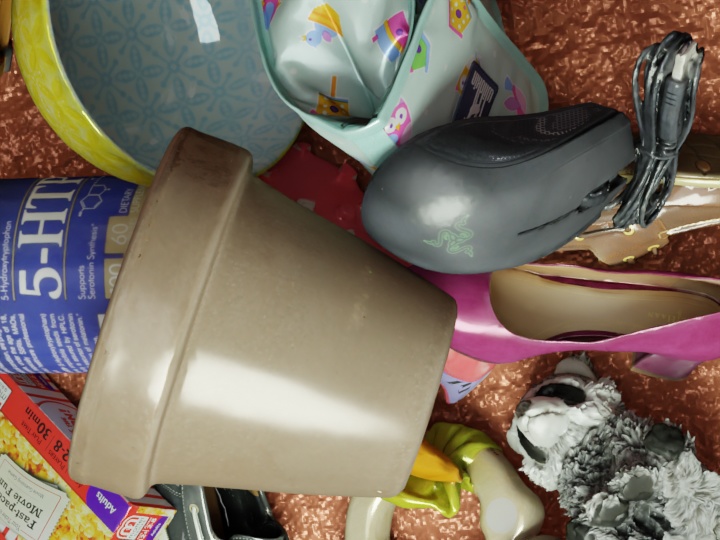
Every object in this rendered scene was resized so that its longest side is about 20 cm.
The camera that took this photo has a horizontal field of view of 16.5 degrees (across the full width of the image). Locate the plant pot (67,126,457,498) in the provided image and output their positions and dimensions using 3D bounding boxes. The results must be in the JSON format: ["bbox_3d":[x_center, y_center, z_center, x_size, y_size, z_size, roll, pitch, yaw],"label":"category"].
[{"bbox_3d":[-0.045,0.041,1.329,0.175,0.200,0.200,17,101,0],"label":"plant pot"}]

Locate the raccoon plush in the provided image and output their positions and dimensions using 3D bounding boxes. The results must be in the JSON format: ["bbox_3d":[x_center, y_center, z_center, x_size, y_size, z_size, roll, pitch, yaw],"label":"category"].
[{"bbox_3d":[0.164,0.141,1.477,0.097,0.134,0.200,-38,120,0],"label":"raccoon plush"}]

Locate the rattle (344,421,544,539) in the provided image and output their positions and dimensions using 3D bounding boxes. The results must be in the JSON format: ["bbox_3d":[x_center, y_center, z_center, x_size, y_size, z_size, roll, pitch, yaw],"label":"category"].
[{"bbox_3d":[0.007,0.184,1.468,0.130,0.143,0.200,46,106,11],"label":"rattle"}]

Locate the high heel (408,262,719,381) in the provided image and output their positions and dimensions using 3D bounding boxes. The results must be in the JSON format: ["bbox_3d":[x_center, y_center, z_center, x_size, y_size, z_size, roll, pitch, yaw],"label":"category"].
[{"bbox_3d":[0.124,0.012,1.414,0.200,0.096,0.067,9,60,-18],"label":"high heel"}]

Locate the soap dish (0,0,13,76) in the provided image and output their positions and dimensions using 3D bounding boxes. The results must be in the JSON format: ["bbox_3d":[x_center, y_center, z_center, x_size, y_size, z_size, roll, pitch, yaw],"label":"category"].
[{"bbox_3d":[-0.242,-0.176,1.461,0.081,0.200,0.157,9,99,-6],"label":"soap dish"}]

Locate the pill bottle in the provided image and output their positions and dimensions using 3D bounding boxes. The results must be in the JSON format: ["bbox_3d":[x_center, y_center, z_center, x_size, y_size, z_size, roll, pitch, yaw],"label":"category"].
[{"bbox_3d":[-0.198,0.003,1.505,0.200,0.120,0.120,-2,97,13],"label":"pill bottle"}]

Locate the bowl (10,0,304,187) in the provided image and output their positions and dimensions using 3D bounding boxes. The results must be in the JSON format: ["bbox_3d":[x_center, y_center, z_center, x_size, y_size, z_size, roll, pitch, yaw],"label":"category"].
[{"bbox_3d":[-0.134,-0.135,1.460,0.108,0.200,0.200,-13,95,47],"label":"bowl"}]

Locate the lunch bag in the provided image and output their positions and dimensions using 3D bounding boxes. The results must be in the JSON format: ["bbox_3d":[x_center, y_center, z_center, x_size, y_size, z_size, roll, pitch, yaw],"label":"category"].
[{"bbox_3d":[0.021,-0.120,1.376,0.122,0.170,0.200,-25,57,14],"label":"lunch bag"}]

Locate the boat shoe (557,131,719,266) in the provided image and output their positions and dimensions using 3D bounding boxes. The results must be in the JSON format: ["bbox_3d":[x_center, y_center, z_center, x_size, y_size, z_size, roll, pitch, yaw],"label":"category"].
[{"bbox_3d":[0.154,-0.040,1.448,0.200,0.072,0.068,-1,113,11],"label":"boat shoe"}]

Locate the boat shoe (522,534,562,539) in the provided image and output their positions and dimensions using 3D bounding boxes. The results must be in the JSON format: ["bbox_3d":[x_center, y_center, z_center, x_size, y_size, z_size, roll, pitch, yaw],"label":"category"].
[{"bbox_3d":[0.133,0.252,1.453,0.072,0.068,0.200,-29,115,3],"label":"boat shoe"}]

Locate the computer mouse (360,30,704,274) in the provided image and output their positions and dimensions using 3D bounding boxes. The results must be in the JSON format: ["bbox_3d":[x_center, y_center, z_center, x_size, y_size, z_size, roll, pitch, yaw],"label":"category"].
[{"bbox_3d":[0.098,-0.046,1.315,0.053,0.200,0.139,56,151,37],"label":"computer mouse"}]

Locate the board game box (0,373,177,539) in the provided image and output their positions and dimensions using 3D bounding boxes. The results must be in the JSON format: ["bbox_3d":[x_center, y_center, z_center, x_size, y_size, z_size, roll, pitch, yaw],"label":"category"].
[{"bbox_3d":[-0.221,0.181,1.540,0.151,0.046,0.200,41,106,33],"label":"board game box"}]

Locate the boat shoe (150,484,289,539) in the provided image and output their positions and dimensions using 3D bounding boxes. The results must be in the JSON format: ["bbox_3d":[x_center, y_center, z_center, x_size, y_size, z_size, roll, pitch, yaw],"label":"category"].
[{"bbox_3d":[-0.074,0.183,1.518,0.068,0.072,0.200,-20,91,36],"label":"boat shoe"}]

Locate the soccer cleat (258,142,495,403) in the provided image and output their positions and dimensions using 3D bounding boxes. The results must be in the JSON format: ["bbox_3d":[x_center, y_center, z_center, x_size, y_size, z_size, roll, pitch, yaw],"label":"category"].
[{"bbox_3d":[0.000,0.000,1.491,0.200,0.067,0.076,37,131,12],"label":"soccer cleat"}]
